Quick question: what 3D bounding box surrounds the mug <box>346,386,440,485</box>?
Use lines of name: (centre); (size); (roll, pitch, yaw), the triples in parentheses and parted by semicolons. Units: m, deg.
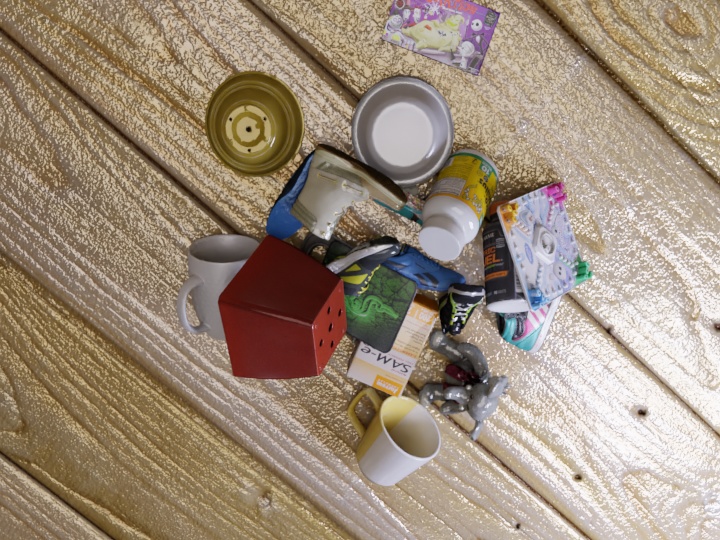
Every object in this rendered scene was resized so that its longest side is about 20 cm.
mug: (0.062, 0.351, 1.689); (0.147, 0.189, 0.154); (12, 132, -30)

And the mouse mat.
mouse mat: (0.000, 0.053, 1.601); (0.197, 0.008, 0.164); (27, 107, 11)

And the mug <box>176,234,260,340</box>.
mug: (-0.279, 0.047, 1.578); (0.145, 0.199, 0.179); (17, 118, 32)

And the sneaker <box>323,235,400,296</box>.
sneaker: (0.000, 0.000, 1.557); (0.197, 0.074, 0.086); (-24, 99, 28)

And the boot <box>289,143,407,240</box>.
boot: (-0.024, -0.123, 1.509); (0.197, 0.072, 0.157); (30, 108, 7)

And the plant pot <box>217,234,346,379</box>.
plant pot: (-0.130, 0.085, 1.521); (0.173, 0.201, 0.203); (13, 133, 19)

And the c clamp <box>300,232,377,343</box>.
c clamp: (-0.051, 0.024, 1.624); (0.199, 0.027, 0.172); (37, 113, 9)

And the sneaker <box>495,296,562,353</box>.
sneaker: (0.325, 0.060, 1.621); (0.118, 0.084, 0.204); (12, 107, -12)

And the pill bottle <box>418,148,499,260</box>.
pill bottle: (0.178, -0.120, 1.502); (0.111, 0.202, 0.114); (18, 143, 15)

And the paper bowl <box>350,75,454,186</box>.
paper bowl: (0.079, -0.260, 1.526); (0.195, 0.105, 0.206); (1, 107, 2)

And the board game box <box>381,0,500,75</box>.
board game box: (0.148, -0.455, 1.510); (0.196, 0.032, 0.122); (19, 101, -3)

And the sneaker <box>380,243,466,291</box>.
sneaker: (0.117, -0.007, 1.614); (0.195, 0.066, 0.080); (8, 102, 0)

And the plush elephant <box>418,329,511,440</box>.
plush elephant: (0.217, 0.242, 1.632); (0.196, 0.155, 0.168); (17, 106, -3)

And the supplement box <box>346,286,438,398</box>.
supplement box: (0.064, 0.139, 1.651); (0.124, 0.074, 0.203); (22, 105, -4)

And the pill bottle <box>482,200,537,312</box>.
pill bottle: (0.287, -0.028, 1.555); (0.103, 0.106, 0.205); (-1, 76, 2)

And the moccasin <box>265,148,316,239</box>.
moccasin: (-0.114, -0.148, 1.583); (0.080, 0.068, 0.201); (35, 105, -16)

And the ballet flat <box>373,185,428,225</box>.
ballet flat: (0.116, -0.127, 1.589); (0.197, 0.076, 0.065); (26, 76, -10)

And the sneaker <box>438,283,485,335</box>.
sneaker: (0.196, 0.082, 1.572); (0.070, 0.200, 0.085); (5, 74, -3)

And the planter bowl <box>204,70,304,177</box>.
planter bowl: (-0.207, -0.273, 1.541); (0.195, 0.084, 0.205); (1, 105, 2)

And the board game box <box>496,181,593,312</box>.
board game box: (0.353, -0.050, 1.526); (0.026, 0.198, 0.204); (-16, 95, 49)
